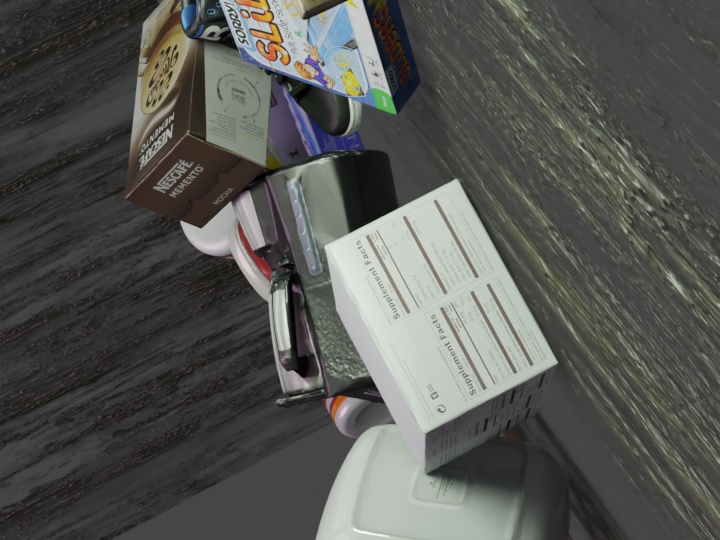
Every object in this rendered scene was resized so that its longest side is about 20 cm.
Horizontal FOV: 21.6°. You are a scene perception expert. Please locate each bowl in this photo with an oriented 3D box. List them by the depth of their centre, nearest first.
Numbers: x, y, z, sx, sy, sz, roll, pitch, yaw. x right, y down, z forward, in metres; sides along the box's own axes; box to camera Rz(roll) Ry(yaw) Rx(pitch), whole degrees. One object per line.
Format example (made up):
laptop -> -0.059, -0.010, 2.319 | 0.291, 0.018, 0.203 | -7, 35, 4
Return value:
bowl -> 0.064, 0.198, 1.501 | 0.200, 0.199, 0.075 | -69, -18, -49

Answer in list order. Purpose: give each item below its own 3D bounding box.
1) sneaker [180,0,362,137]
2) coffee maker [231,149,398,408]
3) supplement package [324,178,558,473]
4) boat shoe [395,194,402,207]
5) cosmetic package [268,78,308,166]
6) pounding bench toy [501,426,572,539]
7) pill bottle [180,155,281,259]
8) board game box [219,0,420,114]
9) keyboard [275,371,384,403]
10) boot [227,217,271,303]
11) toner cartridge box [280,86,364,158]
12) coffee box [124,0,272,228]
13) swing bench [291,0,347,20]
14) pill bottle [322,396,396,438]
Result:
sneaker -> -0.086, -0.188, 1.564 | 0.201, 0.112, 0.073 | 63, 146, 9
coffee maker -> 0.000, 0.000, 1.605 | 0.135, 0.191, 0.201 | 87, 170, -88
supplement package -> 0.059, 0.047, 1.416 | 0.156, 0.111, 0.200 | 61, 174, 13
boat shoe -> 0.006, 0.000, 1.691 | 0.067, 0.073, 0.201 | -13, -93, -55
cosmetic package -> -0.095, -0.198, 1.919 | 0.200, 0.074, 0.102 | 53, 170, 52
pounding bench toy -> 0.114, 0.268, 1.660 | 0.200, 0.155, 0.124 | 62, -178, -44
pill bottle -> -0.084, -0.059, 1.928 | 0.200, 0.109, 0.110 | 10, -137, -52
board game box -> -0.042, -0.196, 1.241 | 0.135, 0.035, 0.200 | 22, 153, 28
keyboard -> 0.026, 0.100, 1.793 | 0.104, 0.199, 0.040 | 136, 143, -70
boot -> -0.020, -0.005, 1.775 | 0.200, 0.072, 0.144 | 43, 133, -7
toner cartridge box -> -0.043, -0.160, 1.744 | 0.095, 0.043, 0.200 | 57, 172, 42
coffee box -> -0.136, -0.154, 1.621 | 0.080, 0.113, 0.201 | 22, -130, -28
swing bench -> -0.020, -0.232, 0.728 | 0.200, 0.129, 0.200 | 62, 180, 6
pill bottle -> -0.019, 0.113, 2.501 | 0.200, 0.113, 0.113 | 59, 174, 32
